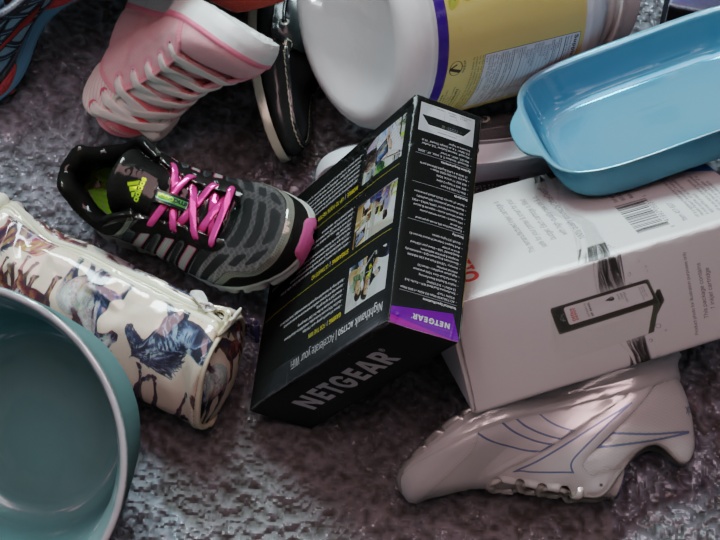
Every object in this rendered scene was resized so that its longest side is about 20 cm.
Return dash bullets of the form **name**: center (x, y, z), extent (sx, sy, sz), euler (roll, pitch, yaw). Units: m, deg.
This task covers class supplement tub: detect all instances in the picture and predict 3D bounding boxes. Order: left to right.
- **supplement tub**: center (0.073, -0.183, 1.193), extent (0.200, 0.145, 0.146), euler (-18, 64, -30)

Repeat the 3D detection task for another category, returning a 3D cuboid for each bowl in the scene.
- **bowl**: center (-0.215, 0.101, 1.091), extent (0.200, 0.105, 0.201), euler (2, 96, 17)

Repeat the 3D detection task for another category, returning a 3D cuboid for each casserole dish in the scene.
- **casserole dish**: center (0.195, -0.105, 1.134), extent (0.200, 0.039, 0.121), euler (-20, 41, 1)

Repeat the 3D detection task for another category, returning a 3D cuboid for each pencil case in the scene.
- **pencil case**: center (-0.168, 0.023, 1.160), extent (0.200, 0.078, 0.090), euler (26, 112, 13)

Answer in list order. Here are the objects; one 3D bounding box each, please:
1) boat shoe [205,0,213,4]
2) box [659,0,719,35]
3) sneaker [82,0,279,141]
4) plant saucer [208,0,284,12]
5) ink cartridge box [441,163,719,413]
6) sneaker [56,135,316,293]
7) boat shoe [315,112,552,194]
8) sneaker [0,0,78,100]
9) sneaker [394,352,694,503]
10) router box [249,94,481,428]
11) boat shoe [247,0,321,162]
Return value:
- **boat shoe**: center (-0.178, -0.239, 1.289), extent (0.200, 0.073, 0.062), euler (9, 70, 12)
- **box**: center (0.295, -0.223, 1.249), extent (0.148, 0.104, 0.200), euler (11, 66, 6)
- **sneaker**: center (-0.125, -0.129, 1.190), extent (0.075, 0.200, 0.105), euler (28, 89, -28)
- **plant saucer**: center (-0.154, -0.244, 1.175), extent (0.200, 0.037, 0.200), euler (21, 23, -27)
- **ink cartridge box**: center (0.138, -0.001, 1.127), extent (0.200, 0.084, 0.146), euler (-17, 25, -4)
- **sneaker**: center (-0.121, -0.040, 1.152), extent (0.200, 0.087, 0.074), euler (16, 79, 36)
- **boat shoe**: center (0.068, -0.075, 1.215), extent (0.200, 0.069, 0.057), euler (-3, 46, -1)
- **sneaker**: center (-0.258, -0.187, 1.224), extent (0.079, 0.096, 0.200), euler (47, 106, 15)
- **sneaker**: center (0.120, 0.112, 1.121), extent (0.200, 0.075, 0.087), euler (-19, 80, -2)
- **router box**: center (0.000, 0.000, 1.105), extent (0.051, 0.200, 0.149), euler (18, 64, -21)
- **boat shoe**: center (-0.040, -0.169, 1.251), extent (0.066, 0.075, 0.200), euler (-10, 55, 10)
